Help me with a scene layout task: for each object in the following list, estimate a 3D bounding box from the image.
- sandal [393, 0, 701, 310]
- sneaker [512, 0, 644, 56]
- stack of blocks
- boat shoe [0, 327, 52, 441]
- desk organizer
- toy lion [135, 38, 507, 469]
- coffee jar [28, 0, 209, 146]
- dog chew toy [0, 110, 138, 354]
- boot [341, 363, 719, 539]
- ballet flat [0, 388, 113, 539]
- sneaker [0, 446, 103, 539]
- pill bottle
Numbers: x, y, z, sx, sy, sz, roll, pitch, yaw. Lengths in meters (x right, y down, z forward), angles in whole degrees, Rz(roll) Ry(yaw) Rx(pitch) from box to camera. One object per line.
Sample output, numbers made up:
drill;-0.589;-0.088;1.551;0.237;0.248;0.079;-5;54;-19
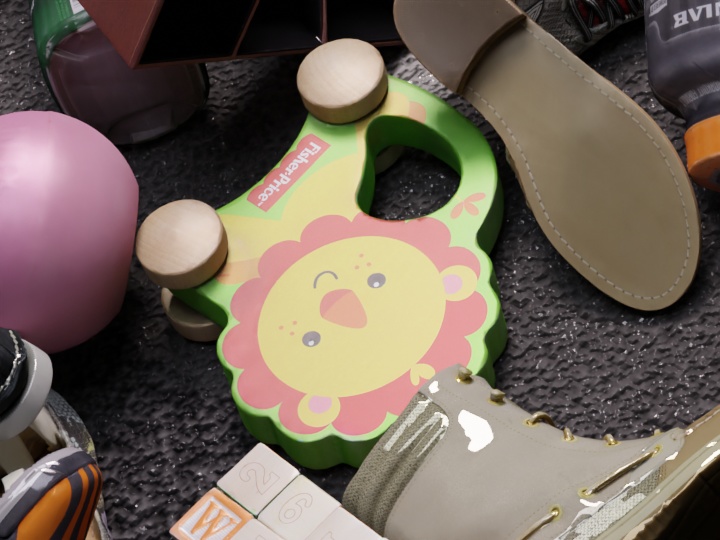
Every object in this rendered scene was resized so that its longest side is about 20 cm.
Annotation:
sandal;0.103;-0.071;1.480;0.078;0.070;0.212;-43;78;12
sneaker;0.140;-0.168;1.542;0.082;0.078;0.200;29;67;35
stack of blocks;0.016;0.173;1.284;0.059;0.115;0.200;-43;50;-16
boat shoe;-0.242;0.052;1.450;0.199;0.060;0.076;-13;52;32
desk organizer;-0.051;-0.161;1.540;0.199;0.072;0.077;-9;49;-41
toy lion;0.000;0.000;1.476;0.191;0.069;0.200;31;68;30
coffee jar;-0.145;-0.171;1.640;0.085;0.104;0.200;-19;47;4
dog chew toy;-0.215;-0.026;1.483;0.199;0.125;0.125;9;50;-9
boot;0.103;0.086;1.353;0.200;0.072;0.155;-38;46;-11
ballet flat;-0.161;0.106;1.441;0.072;0.072;0.201;-27;47;-2
sneaker;-0.138;0.185;1.329;0.112;0.078;0.201;30;107;18
pill bottle;0.193;-0.141;1.458;0.106;0.106;0.201;-6;73;16
